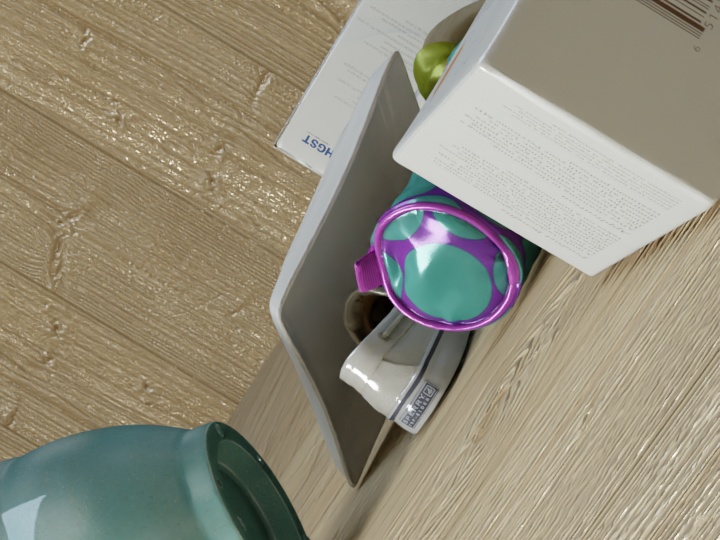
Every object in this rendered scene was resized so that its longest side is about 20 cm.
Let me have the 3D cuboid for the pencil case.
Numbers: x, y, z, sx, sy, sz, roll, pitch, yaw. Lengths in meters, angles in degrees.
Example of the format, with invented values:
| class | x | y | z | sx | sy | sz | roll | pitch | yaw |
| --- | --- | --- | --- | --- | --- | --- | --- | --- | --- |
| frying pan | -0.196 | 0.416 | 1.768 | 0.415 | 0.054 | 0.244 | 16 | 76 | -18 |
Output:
| class | x | y | z | sx | sy | sz | roll | pitch | yaw |
| --- | --- | --- | --- | --- | --- | --- | --- | --- | --- |
| pencil case | 0.067 | -0.055 | 1.477 | 0.200 | 0.092 | 0.085 | -65 | -28 | -50 |

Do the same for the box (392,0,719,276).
| class | x | y | z | sx | sy | sz | roll | pitch | yaw |
| --- | --- | --- | --- | --- | --- | --- | --- | --- | --- |
| box | 0.109 | -0.098 | 1.095 | 0.152 | 0.106 | 0.200 | -60 | 3 | -10 |

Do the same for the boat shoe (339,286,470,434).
| class | x | y | z | sx | sy | sz | roll | pitch | yaw |
| --- | --- | --- | --- | --- | --- | --- | --- | --- | --- |
| boat shoe | 0.026 | 0.028 | 1.577 | 0.071 | 0.070 | 0.200 | -58 | 4 | 26 |

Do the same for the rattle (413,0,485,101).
| class | x | y | z | sx | sy | sz | roll | pitch | yaw |
| --- | --- | --- | --- | --- | --- | --- | --- | --- | --- |
| rattle | 0.133 | -0.121 | 1.692 | 0.130 | 0.143 | 0.200 | -7 | 26 | 45 |

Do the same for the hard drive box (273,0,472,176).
| class | x | y | z | sx | sy | sz | roll | pitch | yaw |
| --- | --- | --- | --- | --- | --- | --- | --- | --- | --- |
| hard drive box | 0.050 | -0.144 | 2.087 | 0.200 | 0.156 | 0.077 | -58 | 3 | 9 |

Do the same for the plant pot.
| class | x | y | z | sx | sy | sz | roll | pitch | yaw |
| --- | --- | --- | --- | --- | --- | --- | --- | --- | --- |
| plant pot | -0.108 | 0.167 | 1.519 | 0.134 | 0.200 | 0.200 | -30 | 10 | 13 |

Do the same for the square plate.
| class | x | y | z | sx | sy | sz | roll | pitch | yaw |
| --- | --- | --- | --- | --- | --- | --- | --- | --- | --- |
| square plate | 0.000 | 0.000 | 1.638 | 0.200 | 0.028 | 0.198 | 69 | -142 | -52 |

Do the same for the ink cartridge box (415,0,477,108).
| class | x | y | z | sx | sy | sz | roll | pitch | yaw |
| --- | --- | --- | --- | --- | --- | --- | --- | --- | --- |
| ink cartridge box | 0.098 | -0.140 | 1.902 | 0.200 | 0.087 | 0.145 | -55 | 4 | 37 |
